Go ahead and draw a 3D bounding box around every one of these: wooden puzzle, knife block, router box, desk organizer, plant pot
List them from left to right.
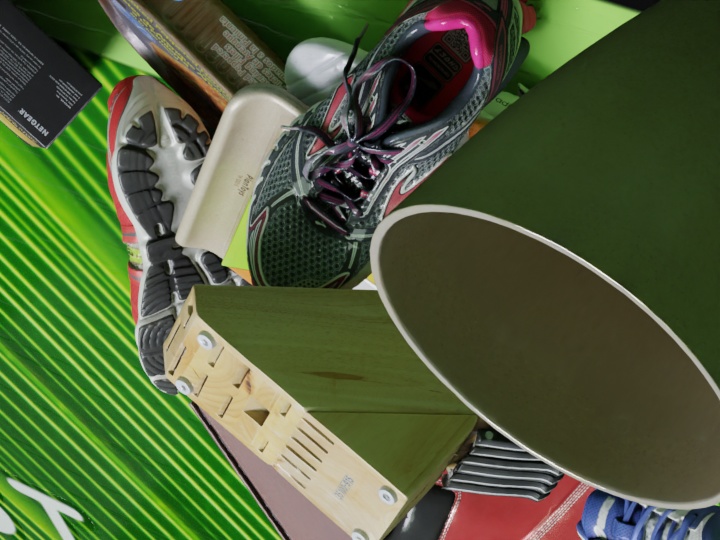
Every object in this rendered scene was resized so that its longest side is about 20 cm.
[{"bbox_3d":[-0.246,-0.156,1.685,0.200,0.052,0.157,43,176,-9],"label":"router box"},{"bbox_3d":[0.000,0.000,1.518,0.200,0.037,0.185,32,152,2],"label":"wooden puzzle"},{"bbox_3d":[0.000,0.129,1.634,0.077,0.072,0.200,-27,99,50],"label":"desk organizer"},{"bbox_3d":[0.027,0.044,1.439,0.200,0.176,0.064,40,144,6],"label":"knife block"},{"bbox_3d":[0.136,-0.032,1.252,0.187,0.200,0.187,30,154,17],"label":"plant pot"}]

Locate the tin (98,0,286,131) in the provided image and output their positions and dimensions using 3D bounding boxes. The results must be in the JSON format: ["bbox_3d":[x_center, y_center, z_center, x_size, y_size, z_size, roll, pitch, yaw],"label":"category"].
[{"bbox_3d":[-0.065,-0.099,1.569,0.200,0.042,0.112,45,174,3],"label":"tin"}]

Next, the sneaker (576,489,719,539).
[{"bbox_3d":[0.150,0.142,1.427,0.088,0.075,0.200,25,174,0],"label":"sneaker"}]

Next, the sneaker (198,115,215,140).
[{"bbox_3d":[-0.044,-0.019,1.669,0.200,0.082,0.073,33,157,14],"label":"sneaker"}]

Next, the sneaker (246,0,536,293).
[{"bbox_3d":[0.004,-0.064,1.395,0.081,0.075,0.200,35,111,2],"label":"sneaker"}]

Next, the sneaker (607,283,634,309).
[{"bbox_3d":[0.178,0.007,1.358,0.200,0.112,0.073,40,173,4],"label":"sneaker"}]

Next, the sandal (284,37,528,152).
[{"bbox_3d":[0.061,-0.069,1.461,0.206,0.059,0.079,33,139,1],"label":"sandal"}]

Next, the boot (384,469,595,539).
[{"bbox_3d":[0.096,0.090,1.544,0.144,0.072,0.200,25,114,-10],"label":"boot"}]

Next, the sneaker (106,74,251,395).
[{"bbox_3d":[-0.106,-0.023,1.651,0.085,0.077,0.200,-122,23,-56],"label":"sneaker"}]
